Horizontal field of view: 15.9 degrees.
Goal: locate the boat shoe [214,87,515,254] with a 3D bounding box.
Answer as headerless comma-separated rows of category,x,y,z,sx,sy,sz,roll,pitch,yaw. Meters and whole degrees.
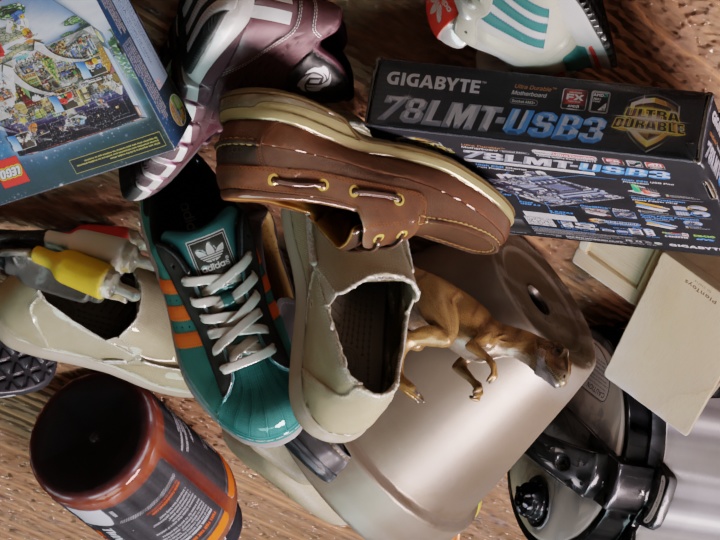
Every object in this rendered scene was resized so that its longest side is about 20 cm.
boat shoe,0.000,-0.041,1.468,0.200,0.068,0.072,21,163,-32

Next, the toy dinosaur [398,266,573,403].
toy dinosaur,0.039,0.023,1.623,0.200,0.106,0.060,37,168,0

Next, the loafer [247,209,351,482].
loafer,-0.051,0.043,1.634,0.072,0.200,0.073,-33,153,3

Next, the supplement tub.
supplement tub,-0.159,0.160,1.930,0.107,0.107,0.200,-13,150,18

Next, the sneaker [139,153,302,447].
sneaker,-0.090,0.012,1.570,0.071,0.200,0.080,-22,156,-10

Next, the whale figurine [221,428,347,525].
whale figurine,-0.031,0.110,1.813,0.159,0.104,0.200,36,177,8

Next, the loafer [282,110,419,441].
loafer,0.000,0.000,1.537,0.076,0.201,0.068,5,167,-35

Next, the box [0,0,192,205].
box,-0.213,-0.106,1.440,0.200,0.038,0.137,-16,117,23

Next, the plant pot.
plant pot,0.054,0.064,1.718,0.173,0.200,0.200,-37,140,21

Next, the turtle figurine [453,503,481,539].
turtle figurine,0.045,0.170,1.905,0.064,0.201,0.161,-26,-161,-28

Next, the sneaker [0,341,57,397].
sneaker,-0.310,0.048,1.776,0.199,0.072,0.083,6,174,-15

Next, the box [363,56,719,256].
box,0.121,-0.064,1.518,0.199,0.050,0.199,6,165,18

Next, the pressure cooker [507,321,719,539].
pressure cooker,0.197,0.131,1.835,0.199,0.179,0.176,11,152,-26

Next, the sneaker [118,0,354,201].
sneaker,-0.066,-0.097,1.501,0.115,0.076,0.200,6,150,-22

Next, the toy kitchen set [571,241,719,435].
toy kitchen set,0.265,0.001,1.714,0.200,0.180,0.163,36,149,12

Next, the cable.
cable,-0.223,-0.024,1.654,0.199,0.097,0.050,17,117,2

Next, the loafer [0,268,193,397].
loafer,-0.147,0.035,1.733,0.199,0.076,0.068,8,154,-16

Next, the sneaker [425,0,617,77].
sneaker,0.074,-0.157,1.404,0.093,0.071,0.200,-17,152,13
